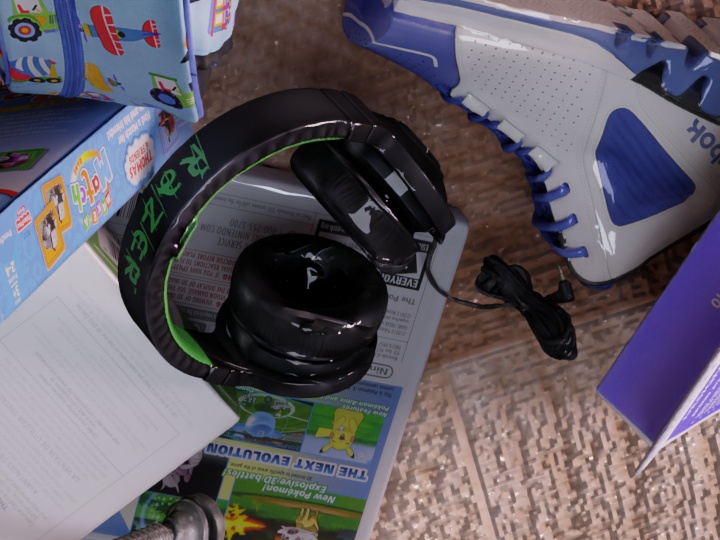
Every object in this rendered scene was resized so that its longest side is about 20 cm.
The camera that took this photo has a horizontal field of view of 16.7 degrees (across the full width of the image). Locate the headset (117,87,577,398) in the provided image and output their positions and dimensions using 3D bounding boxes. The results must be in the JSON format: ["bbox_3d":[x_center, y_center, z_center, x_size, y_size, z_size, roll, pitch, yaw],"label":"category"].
[{"bbox_3d":[0.000,0.000,0.960,0.200,0.094,0.124,8,121,-46],"label":"headset"}]

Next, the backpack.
[{"bbox_3d":[-0.108,-0.141,0.863,0.134,0.200,0.183,-5,115,-7],"label":"backpack"}]

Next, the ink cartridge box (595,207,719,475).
[{"bbox_3d":[0.172,-0.024,0.969,0.043,0.200,0.199,36,108,13],"label":"ink cartridge box"}]

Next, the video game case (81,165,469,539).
[{"bbox_3d":[-0.073,0.039,1.048,0.199,0.022,0.183,12,111,-15],"label":"video game case"}]

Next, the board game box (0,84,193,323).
[{"bbox_3d":[-0.162,-0.025,0.882,0.151,0.200,0.037,-6,109,18],"label":"board game box"}]

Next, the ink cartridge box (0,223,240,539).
[{"bbox_3d":[-0.159,0.072,1.000,0.200,0.059,0.104,-37,114,6],"label":"ink cartridge box"}]

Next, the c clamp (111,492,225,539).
[{"bbox_3d":[-0.124,0.136,0.990,0.027,0.200,0.171,52,123,17],"label":"c clamp"}]

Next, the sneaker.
[{"bbox_3d":[0.084,-0.054,0.999,0.199,0.081,0.116,14,109,-16],"label":"sneaker"}]
